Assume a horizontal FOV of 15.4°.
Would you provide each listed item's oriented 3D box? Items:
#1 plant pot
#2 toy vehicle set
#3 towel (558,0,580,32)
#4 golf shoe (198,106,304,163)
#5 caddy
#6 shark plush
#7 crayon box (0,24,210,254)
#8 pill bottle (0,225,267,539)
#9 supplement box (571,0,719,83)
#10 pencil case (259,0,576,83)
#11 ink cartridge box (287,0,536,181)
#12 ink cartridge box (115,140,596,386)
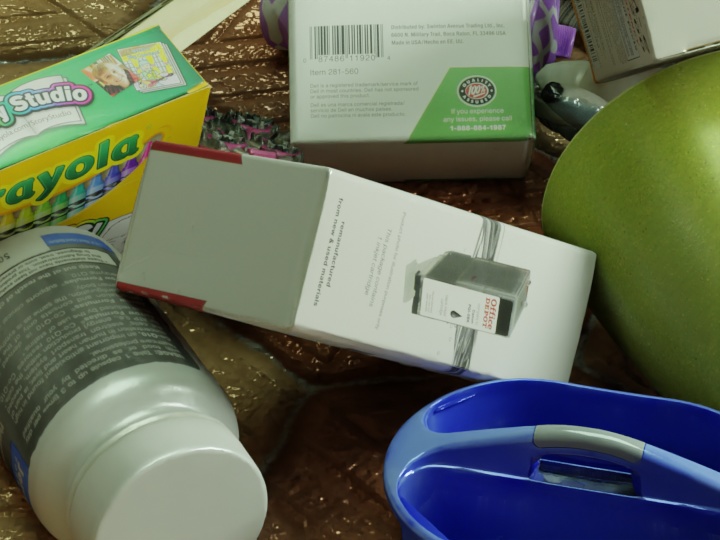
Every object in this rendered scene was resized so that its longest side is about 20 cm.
[{"bbox_3d":[0.214,0.018,1.388,0.187,0.187,0.200,-11,49,-12],"label":"plant pot"},{"bbox_3d":[-0.164,-0.111,1.581,0.200,0.027,0.124,-25,13,47],"label":"toy vehicle set"},{"bbox_3d":[0.201,-0.233,1.723,0.192,0.200,0.035,25,4,32],"label":"towel"},{"bbox_3d":[-0.084,-0.047,1.551,0.072,0.092,0.200,10,12,-11],"label":"golf shoe"},{"bbox_3d":[0.110,0.119,1.294,0.200,0.105,0.141,8,36,13],"label":"caddy"},{"bbox_3d":[0.190,-0.072,1.570,0.200,0.083,0.091,27,54,10],"label":"shark plush"},{"bbox_3d":[-0.188,-0.028,1.443,0.200,0.173,0.058,-25,63,-28],"label":"crayon box"},{"bbox_3d":[-0.131,0.073,1.358,0.114,0.114,0.200,-17,39,-20],"label":"pill bottle"},{"bbox_3d":[0.190,-0.156,1.431,0.126,0.074,0.200,-16,2,-5],"label":"supplement box"},{"bbox_3d":[0.032,-0.166,1.711,0.200,0.085,0.084,13,81,18],"label":"pencil case"},{"bbox_3d":[0.029,-0.161,1.609,0.146,0.084,0.200,-1,75,0],"label":"ink cartridge box"},{"bbox_3d":[0.000,0.000,1.370,0.200,0.083,0.147,16,-3,-43],"label":"ink cartridge box"}]
